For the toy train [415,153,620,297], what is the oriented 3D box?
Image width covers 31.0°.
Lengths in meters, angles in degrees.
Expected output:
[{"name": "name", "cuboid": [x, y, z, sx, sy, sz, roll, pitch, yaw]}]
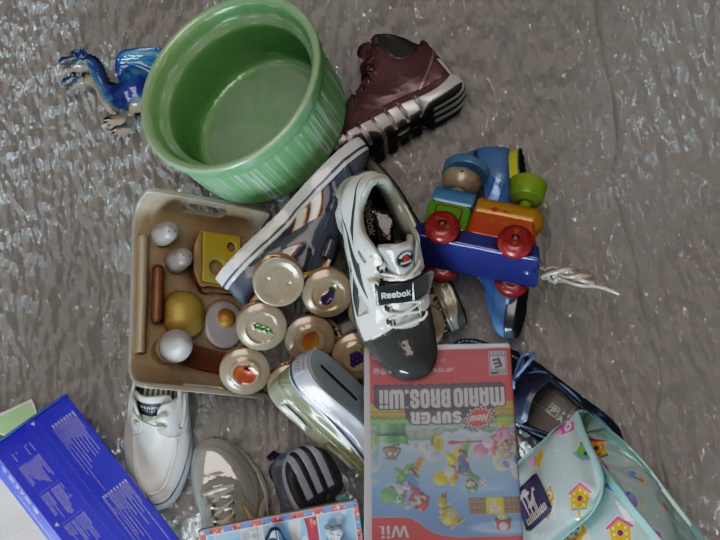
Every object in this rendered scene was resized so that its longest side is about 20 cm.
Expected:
[{"name": "toy train", "cuboid": [0.157, -0.042, 1.240, 0.198, 0.085, 0.117, 11, 60, 11]}]

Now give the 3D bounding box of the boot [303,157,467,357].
[{"name": "boot", "cuboid": [0.000, 0.000, 1.316, 0.153, 0.074, 0.205, -29, 75, 2]}]

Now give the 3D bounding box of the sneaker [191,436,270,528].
[{"name": "sneaker", "cuboid": [-0.122, 0.255, 1.261, 0.075, 0.092, 0.202, -20, 74, 2]}]

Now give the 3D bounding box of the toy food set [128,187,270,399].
[{"name": "toy food set", "cuboid": [-0.154, 0.025, 1.299, 0.142, 0.060, 0.202, 8, 74, -31]}]

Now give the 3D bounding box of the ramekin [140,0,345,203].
[{"name": "ramekin", "cuboid": [-0.111, -0.165, 1.305, 0.198, 0.098, 0.202, -11, 61, 20]}]

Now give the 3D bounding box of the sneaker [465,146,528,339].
[{"name": "sneaker", "cuboid": [0.129, -0.027, 1.311, 0.078, 0.066, 0.202, -4, 74, 12]}]

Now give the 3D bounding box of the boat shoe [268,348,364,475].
[{"name": "boat shoe", "cuboid": [-0.005, 0.157, 1.259, 0.062, 0.072, 0.200, -32, 109, 31]}]

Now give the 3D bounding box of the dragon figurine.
[{"name": "dragon figurine", "cuboid": [-0.233, -0.206, 1.407, 0.198, 0.059, 0.101, -11, 75, 5]}]

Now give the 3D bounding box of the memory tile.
[{"name": "memory tile", "cuboid": [-0.027, 0.075, 1.261, 0.198, 0.017, 0.155, 19, 107, -13]}]

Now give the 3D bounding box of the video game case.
[{"name": "video game case", "cuboid": [0.074, 0.161, 1.199, 0.141, 0.018, 0.202, -1, 60, 2]}]

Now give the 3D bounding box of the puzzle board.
[{"name": "puzzle board", "cuboid": [-0.062, 0.323, 1.206, 0.149, 0.017, 0.202, -9, 100, -10]}]

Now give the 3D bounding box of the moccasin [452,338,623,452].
[{"name": "moccasin", "cuboid": [0.172, 0.120, 1.264, 0.199, 0.068, 0.081, 26, 81, 13]}]

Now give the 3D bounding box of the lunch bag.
[{"name": "lunch bag", "cuboid": [0.204, 0.250, 1.181, 0.171, 0.122, 0.200, -47, 71, 23]}]

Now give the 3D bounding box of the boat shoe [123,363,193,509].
[{"name": "boat shoe", "cuboid": [-0.210, 0.138, 1.315, 0.073, 0.067, 0.202, -2, 76, 8]}]

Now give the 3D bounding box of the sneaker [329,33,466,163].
[{"name": "sneaker", "cuboid": [0.003, -0.178, 1.368, 0.199, 0.076, 0.116, -27, 68, -9]}]

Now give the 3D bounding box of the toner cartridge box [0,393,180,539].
[{"name": "toner cartridge box", "cuboid": [-0.269, 0.230, 1.277, 0.095, 0.043, 0.200, -35, 83, -33]}]

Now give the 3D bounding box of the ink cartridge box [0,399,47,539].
[{"name": "ink cartridge box", "cuboid": [-0.356, 0.254, 1.318, 0.144, 0.048, 0.201, -24, 73, 1]}]

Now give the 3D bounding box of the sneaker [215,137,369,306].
[{"name": "sneaker", "cuboid": [-0.048, -0.038, 1.284, 0.079, 0.078, 0.200, 43, 86, 2]}]

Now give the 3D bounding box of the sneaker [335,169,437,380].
[{"name": "sneaker", "cuboid": [0.027, 0.005, 1.197, 0.073, 0.088, 0.202, -19, 91, -15]}]

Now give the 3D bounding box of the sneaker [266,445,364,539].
[{"name": "sneaker", "cuboid": [-0.031, 0.264, 1.270, 0.074, 0.087, 0.202, -21, 94, -26]}]
